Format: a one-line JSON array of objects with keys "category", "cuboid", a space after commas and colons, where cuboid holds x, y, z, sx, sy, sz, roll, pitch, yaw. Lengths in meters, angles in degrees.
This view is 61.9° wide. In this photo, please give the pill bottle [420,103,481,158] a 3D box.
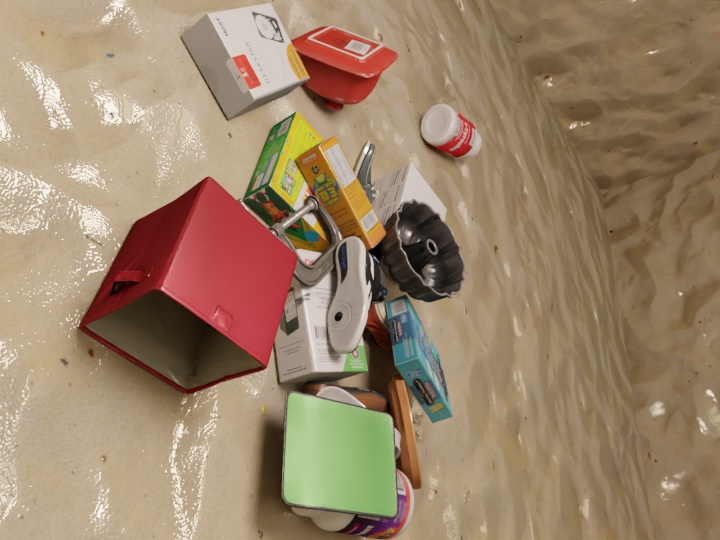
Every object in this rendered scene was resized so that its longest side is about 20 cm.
[{"category": "pill bottle", "cuboid": [0.266, -0.390, 1.718, 0.198, 0.111, 0.115, 13, 63, -51]}]

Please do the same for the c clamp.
[{"category": "c clamp", "cuboid": [-0.094, -0.066, 0.971, 0.173, 0.027, 0.200, 61, 32, -6]}]

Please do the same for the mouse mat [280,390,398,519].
[{"category": "mouse mat", "cuboid": [-0.027, 0.270, 0.879, 0.197, 0.008, 0.164, 19, 51, -27]}]

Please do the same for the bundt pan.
[{"category": "bundt pan", "cuboid": [0.112, -0.029, 1.150, 0.200, 0.075, 0.205, 27, 48, -34]}]

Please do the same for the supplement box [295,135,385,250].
[{"category": "supplement box", "cuboid": [-0.034, -0.130, 1.065, 0.069, 0.066, 0.203, -42, 108, -51]}]

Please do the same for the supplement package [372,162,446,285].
[{"category": "supplement package", "cuboid": [0.096, -0.103, 1.328, 0.156, 0.110, 0.202, 47, 41, -29]}]

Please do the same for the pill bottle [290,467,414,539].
[{"category": "pill bottle", "cuboid": [-0.015, 0.349, 0.933, 0.199, 0.110, 0.113, 30, 50, -40]}]

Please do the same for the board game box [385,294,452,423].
[{"category": "board game box", "cuboid": [0.112, 0.170, 1.142, 0.153, 0.046, 0.201, -96, 161, -47]}]

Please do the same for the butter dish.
[{"category": "butter dish", "cuboid": [-0.043, -0.414, 1.275, 0.196, 0.150, 0.201, 23, 37, 10]}]

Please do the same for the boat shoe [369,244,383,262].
[{"category": "boat shoe", "cuboid": [-0.003, -0.005, 1.163, 0.075, 0.074, 0.204, 53, 40, -24]}]

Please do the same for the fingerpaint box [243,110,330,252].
[{"category": "fingerpaint box", "cuboid": [-0.109, -0.157, 1.098, 0.167, 0.072, 0.203, 43, 43, -34]}]

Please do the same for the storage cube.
[{"category": "storage cube", "cuboid": [-0.211, 0.023, 0.771, 0.200, 0.169, 0.182, 43, 41, -33]}]

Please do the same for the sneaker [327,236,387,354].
[{"category": "sneaker", "cuboid": [0.006, 0.054, 1.003, 0.112, 0.072, 0.204, 39, 47, -49]}]

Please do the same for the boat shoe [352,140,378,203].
[{"category": "boat shoe", "cuboid": [0.003, -0.148, 1.161, 0.061, 0.203, 0.073, 16, 22, -5]}]

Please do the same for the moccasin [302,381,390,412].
[{"category": "moccasin", "cuboid": [-0.020, 0.238, 1.024, 0.200, 0.073, 0.079, 23, 69, -52]}]

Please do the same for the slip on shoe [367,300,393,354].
[{"category": "slip on shoe", "cuboid": [0.056, 0.130, 1.203, 0.201, 0.060, 0.075, 54, 20, -44]}]

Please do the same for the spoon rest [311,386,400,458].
[{"category": "spoon rest", "cuboid": [-0.001, 0.250, 0.948, 0.199, 0.060, 0.101, 34, 43, -35]}]

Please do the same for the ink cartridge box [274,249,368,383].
[{"category": "ink cartridge box", "cuboid": [-0.074, 0.080, 1.014, 0.145, 0.083, 0.204, 12, 63, -52]}]

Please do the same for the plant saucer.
[{"category": "plant saucer", "cuboid": [0.077, 0.291, 1.089, 0.200, 0.032, 0.205, 170, -90, -88]}]

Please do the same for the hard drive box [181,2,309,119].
[{"category": "hard drive box", "cuboid": [-0.199, -0.381, 1.082, 0.158, 0.076, 0.200, 60, 35, -14]}]
